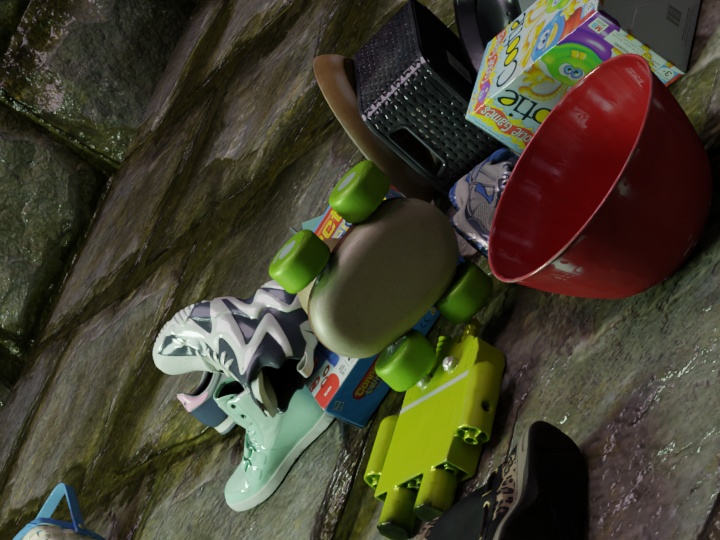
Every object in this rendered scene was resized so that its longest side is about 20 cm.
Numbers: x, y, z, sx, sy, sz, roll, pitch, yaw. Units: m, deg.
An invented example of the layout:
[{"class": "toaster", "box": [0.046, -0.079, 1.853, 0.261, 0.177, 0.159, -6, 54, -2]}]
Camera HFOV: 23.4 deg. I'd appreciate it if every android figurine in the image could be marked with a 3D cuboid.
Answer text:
[{"class": "android figurine", "box": [0.068, 0.134, 1.521, 0.182, 0.041, 0.201, -35, 32, 54]}]

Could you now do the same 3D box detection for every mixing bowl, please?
[{"class": "mixing bowl", "box": [0.200, -0.055, 1.341, 0.200, 0.108, 0.201, -51, 20, 27]}]

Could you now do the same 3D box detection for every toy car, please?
[{"class": "toy car", "box": [0.000, 0.000, 1.605, 0.158, 0.164, 0.200, -49, 15, -7]}]

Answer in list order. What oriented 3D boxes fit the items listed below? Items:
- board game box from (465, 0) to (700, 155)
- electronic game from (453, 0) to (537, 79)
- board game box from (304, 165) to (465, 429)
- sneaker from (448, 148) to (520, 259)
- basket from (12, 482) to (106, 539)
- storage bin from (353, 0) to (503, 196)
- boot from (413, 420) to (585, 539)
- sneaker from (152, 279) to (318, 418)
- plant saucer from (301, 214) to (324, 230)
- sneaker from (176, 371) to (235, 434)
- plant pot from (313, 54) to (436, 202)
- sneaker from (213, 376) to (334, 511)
[{"class": "board game box", "box": [0.200, -0.194, 1.572, 0.200, 0.103, 0.105, -38, 27, 50]}, {"class": "electronic game", "box": [0.146, -0.252, 1.747, 0.200, 0.041, 0.202, 164, 90, -72]}, {"class": "board game box", "box": [-0.001, 0.024, 1.772, 0.201, 0.056, 0.196, -57, 35, 11]}, {"class": "sneaker", "box": [0.133, -0.062, 1.602, 0.085, 0.077, 0.200, -49, 21, 15]}, {"class": "basket", "box": [-0.409, 0.392, 2.268, 0.177, 0.139, 0.200, -58, 27, 8]}, {"class": "storage bin", "box": [0.074, -0.186, 1.834, 0.094, 0.135, 0.200, -43, 22, 18]}, {"class": "boot", "box": [0.091, 0.217, 1.264, 0.151, 0.073, 0.201, -45, 19, 36]}, {"class": "sneaker", "box": [-0.125, 0.097, 1.750, 0.198, 0.080, 0.130, -17, 52, 17]}, {"class": "plant saucer", "box": [-0.003, -0.048, 1.963, 0.200, 0.070, 0.019, -18, 51, 65]}, {"class": "sneaker", "box": [-0.152, 0.095, 2.125, 0.201, 0.082, 0.070, -64, 18, -14]}, {"class": "plant pot", "box": [0.023, -0.158, 1.868, 0.027, 0.200, 0.200, -38, 24, 17]}, {"class": "sneaker", "box": [-0.119, 0.168, 1.857, 0.201, 0.118, 0.074, -51, 21, 29]}]
